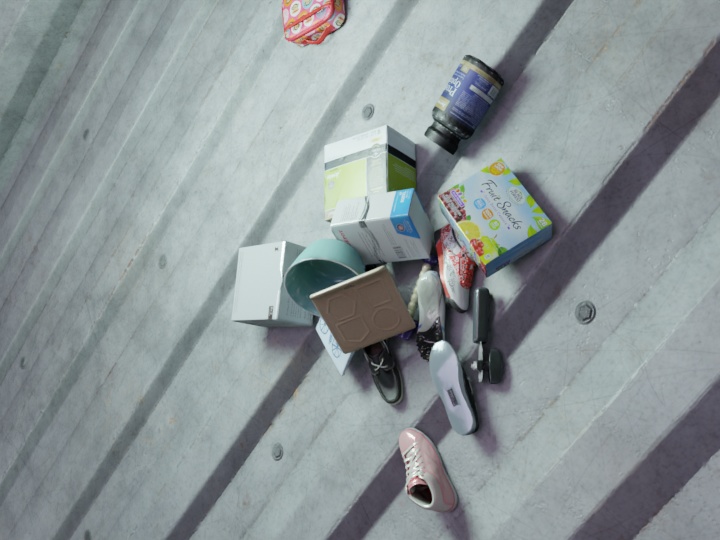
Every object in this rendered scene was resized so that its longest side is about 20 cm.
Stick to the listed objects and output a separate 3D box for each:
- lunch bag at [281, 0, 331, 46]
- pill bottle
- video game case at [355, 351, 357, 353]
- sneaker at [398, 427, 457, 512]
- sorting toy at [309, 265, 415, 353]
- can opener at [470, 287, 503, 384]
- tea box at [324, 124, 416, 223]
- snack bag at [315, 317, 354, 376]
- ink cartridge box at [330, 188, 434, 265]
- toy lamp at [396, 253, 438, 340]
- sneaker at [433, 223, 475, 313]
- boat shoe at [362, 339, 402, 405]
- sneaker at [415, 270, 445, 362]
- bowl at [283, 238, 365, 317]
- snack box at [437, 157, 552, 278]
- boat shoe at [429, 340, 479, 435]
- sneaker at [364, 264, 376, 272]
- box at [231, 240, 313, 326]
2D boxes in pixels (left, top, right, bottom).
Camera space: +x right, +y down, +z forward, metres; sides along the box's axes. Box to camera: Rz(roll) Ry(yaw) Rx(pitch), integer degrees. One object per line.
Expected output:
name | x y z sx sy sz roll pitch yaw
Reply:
lunch bag | -0.134 -0.728 2.009 0.196 0.081 0.182 -16 74 36
pill bottle | 0.231 -0.374 1.609 0.112 0.111 0.203 41 104 37
video game case | -0.031 0.087 1.769 0.144 0.017 0.200 -55 53 15
sneaker | 0.126 0.424 1.511 0.076 0.103 0.202 -47 54 21
sorting toy | 0.007 0.086 1.554 0.181 0.202 0.037 -21 37 13
can opener | 0.267 0.140 1.508 0.064 0.053 0.206 -1 78 2
tea box | 0.023 -0.217 1.724 0.196 0.132 0.203 -10 72 36
snack bag | -0.040 0.116 1.701 0.189 0.021 0.204 54 128 50
ink cartridge box | 0.051 -0.095 1.601 0.195 0.146 0.085 -6 49 27
toy lamp | 0.129 0.060 1.624 0.057 0.058 0.205 22 94 39
sneaker | 0.230 -0.018 1.554 0.107 0.066 0.207 -27 61 33
boat shoe | 0.043 0.214 1.643 0.070 0.067 0.205 -24 71 18
sneaker | 0.163 0.103 1.579 0.070 0.072 0.206 4 100 28
bowl | -0.068 0.006 1.606 0.197 0.201 0.107 -19 38 33
snack box | 0.283 -0.114 1.496 0.166 0.068 0.202 -29 60 -1
boat shoe | 0.207 0.249 1.510 0.073 0.068 0.203 -31 68 24
sneaker | 0.000 0.000 1.731 0.077 0.075 0.205 -26 53 31
box | -0.224 0.041 1.850 0.197 0.129 0.205 -5 76 43
